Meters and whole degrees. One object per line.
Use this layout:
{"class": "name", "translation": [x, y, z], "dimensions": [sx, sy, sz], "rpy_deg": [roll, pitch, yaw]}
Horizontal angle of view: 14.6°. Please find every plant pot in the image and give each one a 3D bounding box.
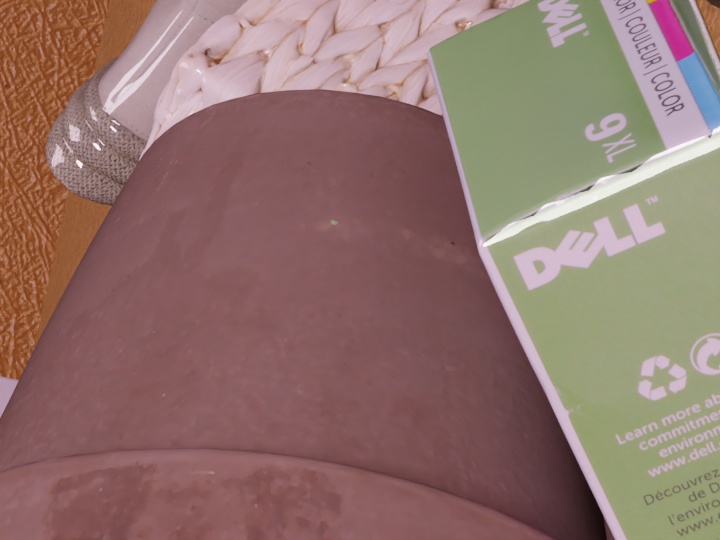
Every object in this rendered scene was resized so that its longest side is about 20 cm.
{"class": "plant pot", "translation": [-0.017, 0.054, 0.698], "dimensions": [0.200, 0.200, 0.175], "rpy_deg": [120, 161, -56]}

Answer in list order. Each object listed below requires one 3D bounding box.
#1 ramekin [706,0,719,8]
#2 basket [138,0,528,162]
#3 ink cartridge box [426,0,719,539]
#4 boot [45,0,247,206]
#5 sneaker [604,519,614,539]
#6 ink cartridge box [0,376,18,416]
{"class": "ramekin", "translation": [0.129, -0.134, 0.613], "dimensions": [0.202, 0.094, 0.203], "rpy_deg": [-167, 90, -79]}
{"class": "basket", "translation": [0.000, 0.000, 0.896], "dimensions": [0.136, 0.123, 0.200], "rpy_deg": [-41, -17, -43]}
{"class": "ink cartridge box", "translation": [0.062, -0.001, 0.598], "dimensions": [0.104, 0.059, 0.200], "rpy_deg": [-100, -16, -63]}
{"class": "boot", "translation": [-0.012, -0.090, 0.996], "dimensions": [0.200, 0.072, 0.155], "rpy_deg": [-13, -32, -55]}
{"class": "sneaker", "translation": [0.036, 0.123, 0.788], "dimensions": [0.070, 0.080, 0.201], "rpy_deg": [105, 178, -78]}
{"class": "ink cartridge box", "translation": [-0.170, 0.180, 1.589], "dimensions": [0.200, 0.147, 0.146], "rpy_deg": [117, 162, -53]}
